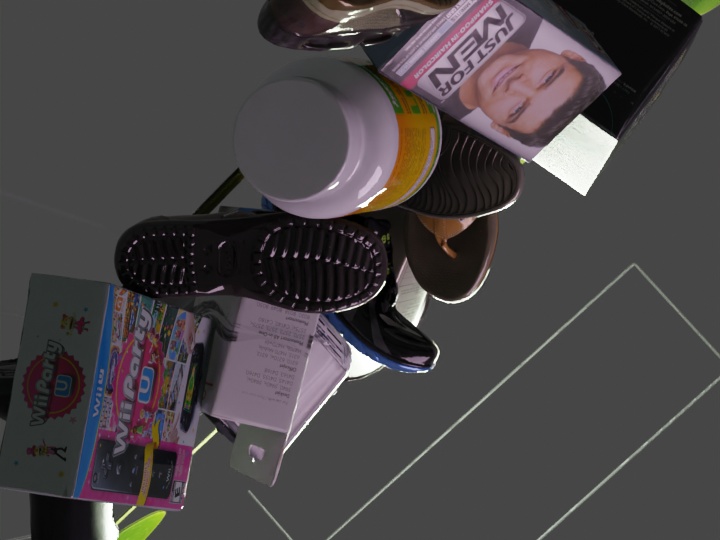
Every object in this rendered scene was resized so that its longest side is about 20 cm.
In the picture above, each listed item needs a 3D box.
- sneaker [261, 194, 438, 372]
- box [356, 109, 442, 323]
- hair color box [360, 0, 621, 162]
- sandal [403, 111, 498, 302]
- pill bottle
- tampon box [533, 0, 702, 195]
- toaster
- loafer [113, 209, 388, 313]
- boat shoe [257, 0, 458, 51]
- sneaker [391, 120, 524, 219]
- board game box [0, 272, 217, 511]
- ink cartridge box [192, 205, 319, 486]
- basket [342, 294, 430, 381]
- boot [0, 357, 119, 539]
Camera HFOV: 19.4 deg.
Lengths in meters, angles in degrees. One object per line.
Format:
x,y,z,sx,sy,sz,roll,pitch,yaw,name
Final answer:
0.000,0.000,1.723,0.083,0.200,0.071,-37,177,14,sneaker
0.034,-0.053,1.795,0.095,0.078,0.200,-10,126,-67,box
0.090,-0.159,1.506,0.099,0.061,0.200,-44,144,17,hair color box
0.077,-0.070,1.694,0.054,0.080,0.200,-29,137,-63,sandal
-0.018,-0.093,1.465,0.111,0.111,0.200,-44,172,14,pill bottle
0.177,-0.174,1.766,0.126,0.150,0.200,-53,175,-10,tampon box
-0.102,0.057,1.738,0.129,0.200,0.114,-45,-150,-6,toaster
-0.079,-0.016,1.518,0.071,0.200,0.073,-133,-130,-71,loafer
-0.003,-0.171,1.290,0.066,0.072,0.201,-35,175,26,boat shoe
0.045,-0.086,1.642,0.106,0.200,0.075,-17,112,-64,sneaker
-0.175,0.090,1.481,0.200,0.064,0.148,26,73,-70,board game box
-0.087,0.055,1.613,0.116,0.067,0.200,8,-97,69,ink cartridge box
-0.020,0.013,1.991,0.180,0.136,0.200,-60,167,0,basket
-0.227,0.144,1.562,0.073,0.163,0.198,1,-177,9,boot
